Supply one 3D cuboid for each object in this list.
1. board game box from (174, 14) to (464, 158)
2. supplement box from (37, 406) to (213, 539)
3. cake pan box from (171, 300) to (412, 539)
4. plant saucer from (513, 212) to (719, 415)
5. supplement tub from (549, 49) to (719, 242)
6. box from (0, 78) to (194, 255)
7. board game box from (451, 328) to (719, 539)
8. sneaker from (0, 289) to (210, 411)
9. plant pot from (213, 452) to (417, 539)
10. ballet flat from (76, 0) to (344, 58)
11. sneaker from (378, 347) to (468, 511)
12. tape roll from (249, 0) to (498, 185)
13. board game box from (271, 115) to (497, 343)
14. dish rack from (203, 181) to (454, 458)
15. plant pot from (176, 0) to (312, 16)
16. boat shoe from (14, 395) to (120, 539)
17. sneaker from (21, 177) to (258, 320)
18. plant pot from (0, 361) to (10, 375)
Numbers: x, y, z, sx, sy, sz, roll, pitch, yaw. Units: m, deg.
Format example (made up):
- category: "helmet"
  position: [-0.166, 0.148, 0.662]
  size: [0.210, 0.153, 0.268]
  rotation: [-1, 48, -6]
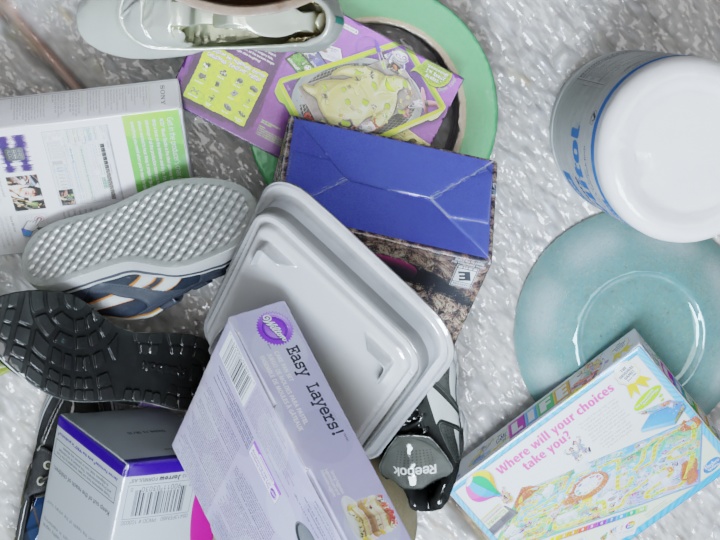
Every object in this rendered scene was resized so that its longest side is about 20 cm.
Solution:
- category: "board game box"
  position: [-0.034, -0.139, 1.208]
  size: [0.198, 0.032, 0.121]
  rotation: [27, 99, -8]
- category: "supplement box"
  position: [-0.184, 0.218, 1.226]
  size: [0.100, 0.103, 0.203]
  rotation: [0, 108, -43]
- category: "cake pan box"
  position: [-0.055, 0.147, 1.074]
  size: [0.052, 0.185, 0.201]
  rotation: [-16, 62, -31]
- category: "plant saucer"
  position: [0.226, 0.052, 1.300]
  size: [0.198, 0.039, 0.204]
  rotation: [-1, 100, -4]
- category: "supplement tub"
  position: [0.221, -0.098, 1.195]
  size: [0.130, 0.200, 0.134]
  rotation: [-1, 98, -4]
- category: "box"
  position: [-0.226, -0.075, 1.205]
  size: [0.197, 0.037, 0.145]
  rotation: [-5, 142, -3]
- category: "board game box"
  position: [0.186, 0.160, 1.290]
  size: [0.199, 0.034, 0.135]
  rotation: [-38, 105, 15]
- category: "sneaker"
  position: [-0.211, 0.070, 1.214]
  size: [0.199, 0.087, 0.077]
  rotation: [21, 72, -37]
- category: "plant pot"
  position: [-0.034, 0.196, 1.243]
  size: [0.133, 0.199, 0.203]
  rotation: [-11, 101, -33]
- category: "ballet flat"
  position: [-0.109, -0.187, 1.150]
  size: [0.197, 0.069, 0.071]
  rotation: [1, 99, -4]
- category: "sneaker"
  position: [0.042, 0.110, 1.168]
  size: [0.066, 0.091, 0.201]
  rotation: [-3, 141, 13]
- category: "tape roll"
  position: [0.008, -0.125, 1.252]
  size: [0.197, 0.048, 0.203]
  rotation: [-1, 99, -4]
- category: "board game box"
  position: [0.000, 0.000, 1.190]
  size: [0.157, 0.098, 0.201]
  rotation: [12, 141, -6]
- category: "dish rack"
  position: [-0.035, 0.050, 1.099]
  size: [0.171, 0.200, 0.044]
  rotation: [42, 54, 8]
- category: "plant pot"
  position: [-0.077, -0.269, 1.039]
  size: [0.197, 0.198, 0.203]
  rotation: [-1, 99, -4]
- category: "boat shoe"
  position: [-0.241, 0.177, 1.270]
  size: [0.069, 0.066, 0.202]
  rotation: [18, 97, -7]
- category: "sneaker"
  position: [-0.153, -0.014, 1.201]
  size: [0.197, 0.079, 0.079]
  rotation: [-10, 61, 21]
- category: "plant pot"
  position: [-0.380, 0.019, 1.186]
  size: [0.198, 0.200, 0.186]
  rotation: [-21, 89, -1]
